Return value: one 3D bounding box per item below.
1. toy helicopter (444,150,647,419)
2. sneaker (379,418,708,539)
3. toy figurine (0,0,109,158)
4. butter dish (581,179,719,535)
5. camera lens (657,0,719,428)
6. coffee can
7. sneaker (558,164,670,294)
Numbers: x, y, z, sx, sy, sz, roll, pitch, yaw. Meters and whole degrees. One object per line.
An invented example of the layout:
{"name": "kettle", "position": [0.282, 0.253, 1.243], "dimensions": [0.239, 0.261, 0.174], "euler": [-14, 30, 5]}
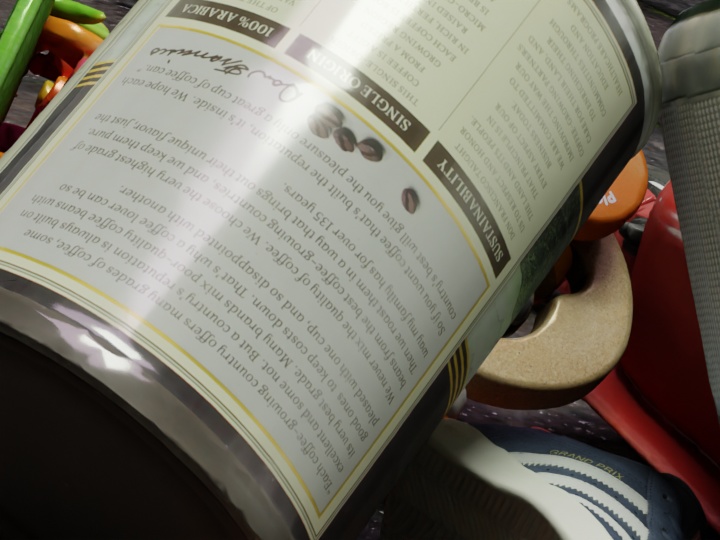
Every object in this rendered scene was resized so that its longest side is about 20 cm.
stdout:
{"name": "toy helicopter", "position": [0.000, 0.000, 0.984], "dimensions": [0.199, 0.133, 0.079], "euler": [15, -27, -16]}
{"name": "sneaker", "position": [0.076, 0.094, 0.849], "dimensions": [0.084, 0.075, 0.200], "euler": [3, 19, -21]}
{"name": "toy figurine", "position": [-0.066, -0.024, 1.085], "dimensions": [0.184, 0.151, 0.200], "euler": [26, -11, -9]}
{"name": "butter dish", "position": [0.188, -0.002, 1.007], "dimensions": [0.199, 0.148, 0.200], "euler": [-20, 39, -20]}
{"name": "camera lens", "position": [0.178, 0.000, 0.850], "dimensions": [0.159, 0.201, 0.160], "euler": [-11, -1, 0]}
{"name": "coffee can", "position": [-0.025, -0.012, 0.815], "dimensions": [0.146, 0.147, 0.200], "euler": [23, 60, 27]}
{"name": "sneaker", "position": [0.135, 0.008, 1.185], "dimensions": [0.098, 0.071, 0.201], "euler": [16, 20, -25]}
